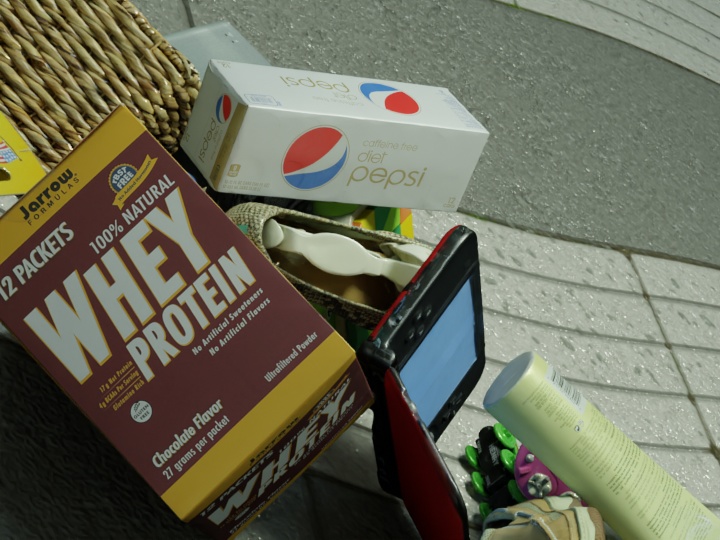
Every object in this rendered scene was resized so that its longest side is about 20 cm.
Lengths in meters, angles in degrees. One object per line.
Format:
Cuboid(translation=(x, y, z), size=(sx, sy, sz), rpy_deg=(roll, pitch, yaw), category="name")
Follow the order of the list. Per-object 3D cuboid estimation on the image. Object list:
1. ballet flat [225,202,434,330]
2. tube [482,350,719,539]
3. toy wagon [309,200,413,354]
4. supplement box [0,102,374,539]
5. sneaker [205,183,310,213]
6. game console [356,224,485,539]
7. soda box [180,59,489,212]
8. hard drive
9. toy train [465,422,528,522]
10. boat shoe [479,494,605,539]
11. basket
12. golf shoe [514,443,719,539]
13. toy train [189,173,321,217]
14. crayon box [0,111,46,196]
Cuboid(translation=(0.000, 0.000, 1.483), size=(0.199, 0.075, 0.068), rpy_deg=(16, 79, -31), category="ballet flat")
Cuboid(translation=(0.168, 0.138, 1.517), size=(0.200, 0.058, 0.052), rpy_deg=(42, -1, -10), category="tube")
Cuboid(translation=(-0.006, 0.017, 1.584), size=(0.039, 0.156, 0.200), rpy_deg=(1, 20, 18), category="toy wagon")
Cuboid(translation=(-0.108, 0.039, 1.325), size=(0.197, 0.133, 0.200), rpy_deg=(46, -5, 11), category="supplement box")
Cuboid(translation=(-0.091, -0.006, 1.526), size=(0.075, 0.114, 0.200), rpy_deg=(27, 28, -13), category="sneaker")
Cuboid(translation=(0.069, 0.102, 1.474), size=(0.118, 0.200, 0.173), rpy_deg=(29, 66, 20), category="game console")
Cuboid(translation=(-0.016, -0.089, 1.528), size=(0.199, 0.068, 0.064), rpy_deg=(4, 31, -34), category="soda box")
Cuboid(translation=(-0.114, -0.128, 1.779), size=(0.140, 0.033, 0.200), rpy_deg=(46, 27, 9), category="hard drive")
Cuboid(translation=(0.116, 0.186, 1.602), size=(0.056, 0.042, 0.201), rpy_deg=(37, 25, -31), category="toy train")
Cuboid(translation=(0.111, 0.183, 1.433), size=(0.076, 0.072, 0.200), rpy_deg=(0, -1, -3), category="boat shoe")
Cuboid(translation=(-0.223, -0.139, 1.618), size=(0.200, 0.149, 0.143), rpy_deg=(45, -7, 8), category="basket")
Cuboid(translation=(0.196, 0.178, 1.601), size=(0.200, 0.075, 0.092), rpy_deg=(41, 1, 4), category="golf shoe")
Cuboid(translation=(-0.094, -0.046, 1.665), size=(0.199, 0.046, 0.034), rpy_deg=(3, 45, -51), category="toy train")
Cuboid(translation=(-0.303, -0.105, 1.471), size=(0.200, 0.051, 0.127), rpy_deg=(50, 28, 19), category="crayon box")
